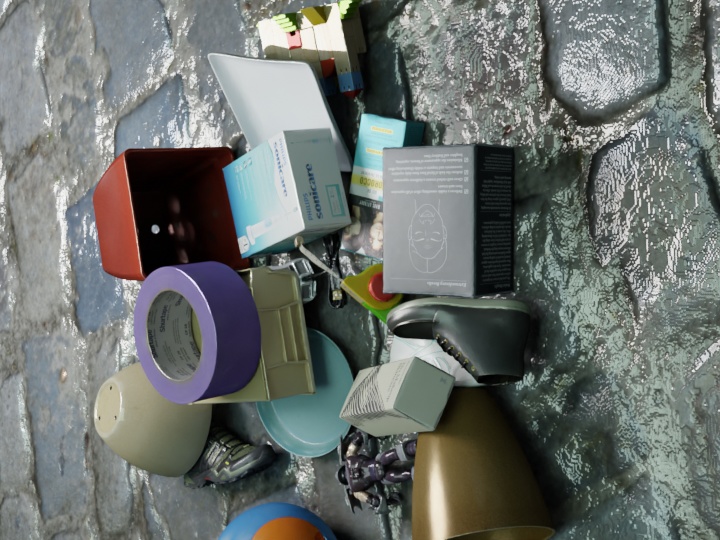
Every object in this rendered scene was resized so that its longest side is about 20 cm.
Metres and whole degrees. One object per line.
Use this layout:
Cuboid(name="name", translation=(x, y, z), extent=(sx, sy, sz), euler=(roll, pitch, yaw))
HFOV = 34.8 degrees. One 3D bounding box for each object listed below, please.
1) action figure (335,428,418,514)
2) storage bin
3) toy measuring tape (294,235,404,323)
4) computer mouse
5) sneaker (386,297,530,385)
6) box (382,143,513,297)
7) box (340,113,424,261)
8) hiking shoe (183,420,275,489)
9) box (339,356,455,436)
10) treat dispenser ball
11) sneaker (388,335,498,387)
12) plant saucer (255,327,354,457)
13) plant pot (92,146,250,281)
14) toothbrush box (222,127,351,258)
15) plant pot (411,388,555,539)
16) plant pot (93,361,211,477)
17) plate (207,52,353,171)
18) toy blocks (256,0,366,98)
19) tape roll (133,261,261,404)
Cuboid(name="action figure", translation=(0.037, 0.286, 1.657), extent=(0.200, 0.069, 0.130), euler=(-17, 90, 40))
Cuboid(name="storage bin", translation=(-0.182, 0.101, 1.745), extent=(0.200, 0.094, 0.199), euler=(-9, 90, 45))
Cuboid(name="toy measuring tape", translation=(0.000, 0.000, 1.640), extent=(0.200, 0.074, 0.074), euler=(40, 118, -2))
Cuboid(name="computer mouse", translation=(-0.091, 0.014, 1.738), extent=(0.200, 0.044, 0.110), euler=(-13, 89, 45))
Cuboid(name="sneaker", translation=(0.122, 0.096, 1.513), extent=(0.200, 0.075, 0.106), euler=(-4, 66, 26))
Cuboid(name="box", translation=(0.118, -0.068, 1.546), extent=(0.148, 0.107, 0.200), euler=(3, 94, 36))
Cuboid(name="box", translation=(0.030, -0.119, 1.644), extent=(0.082, 0.049, 0.200), euler=(16, 102, 35))
Cuboid(name="hiking shoe", translation=(-0.222, 0.289, 1.841), extent=(0.200, 0.076, 0.101), euler=(-19, 85, 37))
Cuboid(name="box", translation=(0.046, 0.173, 1.550), extent=(0.082, 0.068, 0.200), euler=(-66, 14, -20))
Cuboid(name="treat dispenser ball", translation=(-0.124, 0.446, 1.702), extent=(0.201, 0.201, 0.201), euler=(3, 95, 37))
Cuboid(name="sneaker", translation=(0.120, 0.116, 1.580), extent=(0.200, 0.070, 0.080), euler=(6, 94, 37))
Cuboid(name="plant saucer", translation=(-0.081, 0.185, 1.760), extent=(0.200, 0.027, 0.200), euler=(3, 95, 37))
Cuboid(name="plant pot", translation=(-0.319, -0.079, 1.829), extent=(0.176, 0.200, 0.200), euler=(-12, 86, 48))
Cuboid(name="toothbrush box", translation=(-0.112, -0.112, 1.692), extent=(0.200, 0.085, 0.147), euler=(-23, 78, 56))
Cuboid(name="plant pot", translation=(0.145, 0.264, 1.518), extent=(0.186, 0.186, 0.200), euler=(-26, 61, 35))
Cuboid(name="plant pot", translation=(-0.350, 0.229, 1.860), extent=(0.200, 0.134, 0.201), euler=(-19, 65, 47))
Cuboid(name="plate", translation=(-0.111, -0.240, 1.696), extent=(0.199, 0.032, 0.200), euler=(12, 141, 35))
Cuboid(name="toy blocks", translation=(-0.066, -0.313, 1.687), extent=(0.200, 0.100, 0.137), euler=(-4, 102, 36))
Cuboid(name="tape roll", translation=(-0.240, 0.089, 1.677), extent=(0.200, 0.085, 0.200), euler=(9, 103, 43))
